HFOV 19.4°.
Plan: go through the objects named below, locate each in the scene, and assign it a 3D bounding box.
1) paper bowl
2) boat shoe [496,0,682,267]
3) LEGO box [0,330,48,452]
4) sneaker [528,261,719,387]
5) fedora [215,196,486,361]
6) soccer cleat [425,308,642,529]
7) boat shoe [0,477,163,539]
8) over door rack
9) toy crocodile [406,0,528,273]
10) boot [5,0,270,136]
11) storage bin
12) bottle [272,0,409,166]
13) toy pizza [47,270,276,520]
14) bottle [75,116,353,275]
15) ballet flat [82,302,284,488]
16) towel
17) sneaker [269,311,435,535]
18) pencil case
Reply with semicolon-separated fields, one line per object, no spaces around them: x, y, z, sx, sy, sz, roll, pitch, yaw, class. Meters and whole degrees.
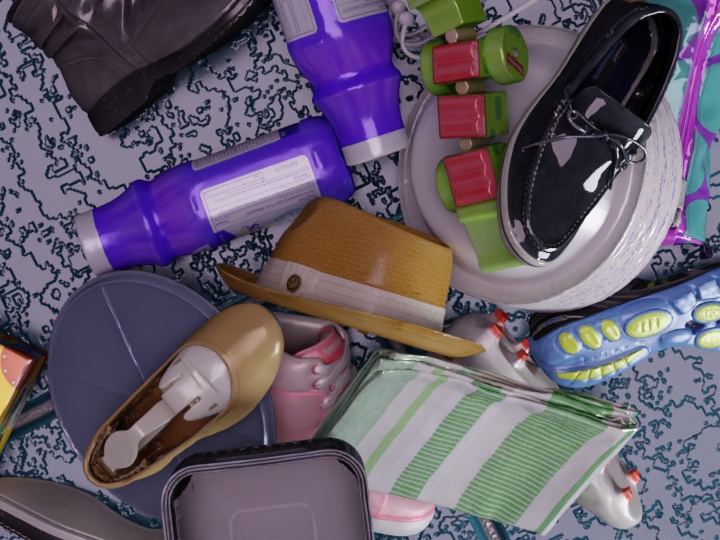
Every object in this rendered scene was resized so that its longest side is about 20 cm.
0.116;-0.074;1.476;0.200;0.104;0.201;-5;81;34;paper bowl
0.150;-0.093;1.366;0.075;0.062;0.200;36;74;-25;boat shoe
-0.343;0.119;1.547;0.149;0.077;0.200;27;92;0;LEGO box
0.214;0.026;1.535;0.199;0.083;0.071;-15;121;-12;sneaker
0.000;0.000;1.443;0.200;0.201;0.082;17;88;0;fedora
0.128;0.117;1.550;0.078;0.069;0.200;-40;93;22;soccer cleat
-0.190;0.210;1.552;0.200;0.074;0.060;19;110;5;boat shoe
0.113;-0.215;1.491;0.200;0.148;0.067;-20;104;2;over door rack
0.075;-0.097;1.394;0.067;0.062;0.200;-7;95;31;toy crocodile
-0.158;-0.201;1.519;0.200;0.070;0.132;-36;91;16;boot
-0.054;0.218;1.395;0.135;0.094;0.200;-7;91;-2;storage bin
-0.017;-0.174;1.461;0.065;0.084;0.200;-16;95;32;bottle
-0.142;0.091;1.527;0.200;0.032;0.201;13;117;27;toy pizza
-0.105;-0.051;1.526;0.200;0.084;0.065;-20;89;1;bottle
-0.125;0.096;1.459;0.069;0.063;0.200;50;127;6;ballet flat
0.073;0.122;1.464;0.200;0.023;0.153;15;136;-19;towel
-0.017;0.106;1.525;0.200;0.075;0.105;34;123;3;sneaker
0.226;-0.113;1.519;0.085;0.092;0.200;9;91;-18;pencil case
